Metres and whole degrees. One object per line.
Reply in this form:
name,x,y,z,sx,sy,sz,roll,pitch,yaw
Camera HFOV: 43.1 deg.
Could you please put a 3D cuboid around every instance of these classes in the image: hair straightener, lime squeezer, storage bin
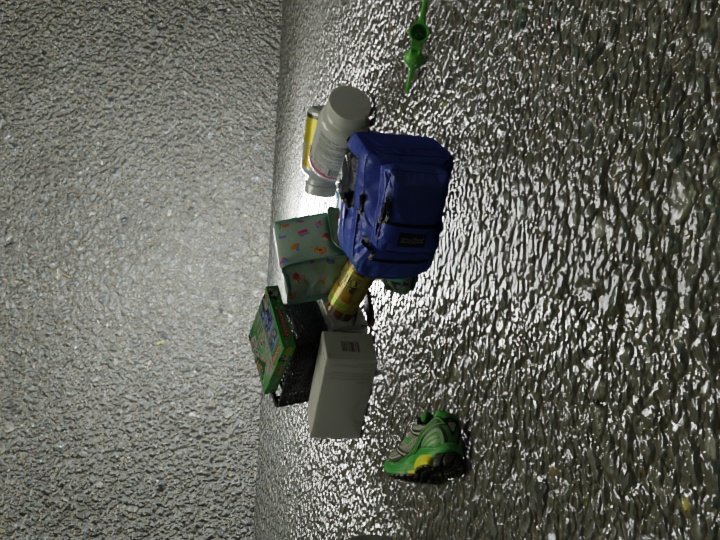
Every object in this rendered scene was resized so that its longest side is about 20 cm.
hair straightener,-0.018,0.031,1.823,0.041,0.075,0.203,105,164,-45
lime squeezer,0.100,-0.388,1.552,0.071,0.037,0.204,-46,-30,-57
storage bin,-0.134,0.171,1.871,0.202,0.092,0.137,108,146,-47

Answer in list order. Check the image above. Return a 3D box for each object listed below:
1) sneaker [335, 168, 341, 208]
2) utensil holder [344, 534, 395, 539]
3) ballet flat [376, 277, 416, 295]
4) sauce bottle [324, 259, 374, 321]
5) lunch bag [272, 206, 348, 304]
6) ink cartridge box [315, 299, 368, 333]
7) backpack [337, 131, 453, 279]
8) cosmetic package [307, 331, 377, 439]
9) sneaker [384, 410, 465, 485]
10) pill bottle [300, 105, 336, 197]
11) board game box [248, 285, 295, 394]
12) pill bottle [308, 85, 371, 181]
sneaker,-0.018,-0.127,1.911,0.086,0.073,0.205,174,99,-69
utensil holder,0.000,0.510,1.339,0.202,0.166,0.173,107,163,-49
ballet flat,0.043,-0.007,1.569,0.200,0.072,0.076,-144,59,-76
sauce bottle,0.000,0.000,1.699,0.202,0.064,0.065,-62,21,24
lunch bag,-0.065,-0.035,1.805,0.172,0.195,0.124,-105,5,-54
ink cartridge box,-0.064,0.089,1.901,0.147,0.083,0.202,107,149,-46
backpack,0.046,-0.085,1.365,0.169,0.159,0.204,-114,32,-60
cosmetic package,-0.038,0.226,1.775,0.086,0.105,0.203,-104,24,-54
sneaker,0.092,0.245,1.254,0.200,0.076,0.087,138,142,-61
pill bottle,-0.084,-0.284,2.179,0.112,0.109,0.205,-117,33,-68
board game box,-0.178,0.140,1.812,0.201,0.029,0.137,118,138,-54
pill bottle,-0.043,-0.298,1.987,0.201,0.111,0.116,114,158,-55
